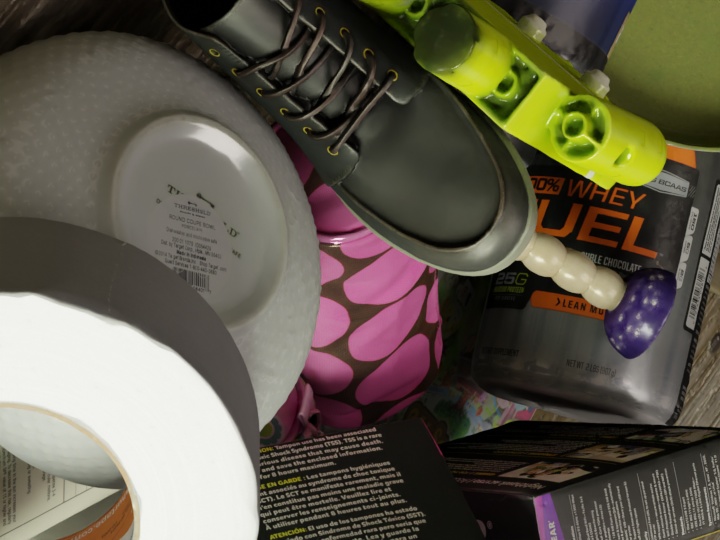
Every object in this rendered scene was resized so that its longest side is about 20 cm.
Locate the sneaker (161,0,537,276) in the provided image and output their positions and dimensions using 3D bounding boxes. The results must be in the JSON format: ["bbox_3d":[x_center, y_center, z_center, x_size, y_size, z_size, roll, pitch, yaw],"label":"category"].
[{"bbox_3d":[-0.014,-0.075,1.105,0.075,0.200,0.106,-49,159,10],"label":"sneaker"}]

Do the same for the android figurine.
[{"bbox_3d":[0.064,-0.098,1.167,0.041,0.182,0.200,-52,148,11],"label":"android figurine"}]

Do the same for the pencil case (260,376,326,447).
[{"bbox_3d":[-0.051,0.136,1.331,0.087,0.087,0.201,-40,140,-32],"label":"pencil case"}]

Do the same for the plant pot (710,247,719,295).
[{"bbox_3d":[0.321,-0.064,1.650,0.200,0.199,0.175,31,68,-57],"label":"plant pot"}]

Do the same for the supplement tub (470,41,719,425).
[{"bbox_3d":[0.140,-0.019,1.435,0.122,0.122,0.202,26,75,-57],"label":"supplement tub"}]

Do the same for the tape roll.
[{"bbox_3d":[-0.138,0.083,1.013,0.066,0.198,0.202,-95,-170,-62],"label":"tape roll"}]

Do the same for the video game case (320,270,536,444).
[{"bbox_3d":[0.043,0.074,1.477,0.183,0.022,0.200,-60,147,-7],"label":"video game case"}]

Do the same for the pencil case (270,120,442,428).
[{"bbox_3d":[0.000,0.000,1.270,0.093,0.091,0.200,-28,154,-13],"label":"pencil case"}]

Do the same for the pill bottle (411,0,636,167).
[{"bbox_3d":[0.091,-0.161,1.310,0.112,0.111,0.201,28,88,-57],"label":"pill bottle"}]

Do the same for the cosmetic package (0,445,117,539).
[{"bbox_3d":[-0.158,0.059,1.143,0.199,0.071,0.106,-25,129,-44],"label":"cosmetic package"}]

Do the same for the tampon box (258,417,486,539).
[{"bbox_3d":[0.001,0.198,1.213,0.125,0.201,0.151,-9,132,-17],"label":"tampon box"}]

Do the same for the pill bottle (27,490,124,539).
[{"bbox_3d":[-0.130,0.189,1.231,0.111,0.111,0.201,-31,134,-40],"label":"pill bottle"}]

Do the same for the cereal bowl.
[{"bbox_3d":[-0.091,-0.011,1.093,0.199,0.083,0.202,16,66,-39],"label":"cereal bowl"}]

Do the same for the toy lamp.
[{"bbox_3d":[0.068,-0.024,1.324,0.199,0.058,0.059,29,86,-15],"label":"toy lamp"}]

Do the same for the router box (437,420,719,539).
[{"bbox_3d":[0.090,0.119,1.353,0.148,0.199,0.052,-13,95,-33],"label":"router box"}]

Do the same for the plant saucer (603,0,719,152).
[{"bbox_3d":[0.185,-0.153,1.395,0.200,0.199,0.031,-51,172,-19],"label":"plant saucer"}]
